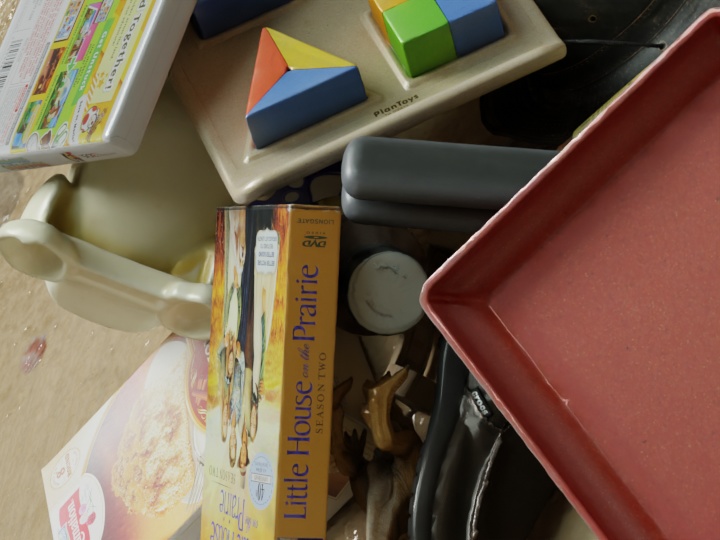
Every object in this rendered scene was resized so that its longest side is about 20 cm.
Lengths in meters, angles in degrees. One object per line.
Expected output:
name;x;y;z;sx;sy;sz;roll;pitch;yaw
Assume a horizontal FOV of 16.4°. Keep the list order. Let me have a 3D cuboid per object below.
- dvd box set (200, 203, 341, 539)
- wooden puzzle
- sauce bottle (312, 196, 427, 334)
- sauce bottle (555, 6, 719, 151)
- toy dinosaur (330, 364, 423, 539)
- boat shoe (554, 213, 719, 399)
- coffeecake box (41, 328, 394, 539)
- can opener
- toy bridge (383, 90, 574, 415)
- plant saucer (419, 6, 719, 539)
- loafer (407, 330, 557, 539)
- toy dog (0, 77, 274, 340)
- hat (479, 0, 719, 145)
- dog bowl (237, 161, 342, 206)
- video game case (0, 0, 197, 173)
dvd box set;-0.047;0.067;1.248;0.146;0.029;0.200;-175;88;-73
wooden puzzle;-0.015;-0.138;1.302;0.185;0.046;0.200;-25;45;-5
sauce bottle;0.000;0.000;1.300;0.065;0.065;0.200;-54;9;3
sauce bottle;0.185;-0.097;1.238;0.200;0.066;0.066;-42;33;25
toy dinosaur;0.014;0.107;1.224;0.060;0.106;0.200;-20;12;14
boat shoe;0.168;-0.002;1.166;0.200;0.069;0.072;-44;32;19
coffeecake box;-0.084;0.107;1.413;0.200;0.073;0.154;-46;32;16
can opener;0.091;-0.046;1.207;0.053;0.200;0.067;89;-179;-62
toy bridge;0.062;-0.012;1.366;0.200;0.027;0.067;-60;28;-7
plant saucer;0.155;0.021;1.115;0.200;0.037;0.200;-44;68;18
loafer;0.068;0.090;1.213;0.071;0.073;0.200;3;72;13
toy dog;-0.102;-0.068;1.424;0.194;0.139;0.200;100;-171;-75
hat;0.123;-0.163;1.337;0.201;0.081;0.201;-34;27;20
dog bowl;-0.069;-0.091;1.577;0.200;0.079;0.200;-35;36;31
video game case;-0.136;-0.148;1.345;0.182;0.023;0.200;-3;63;56
